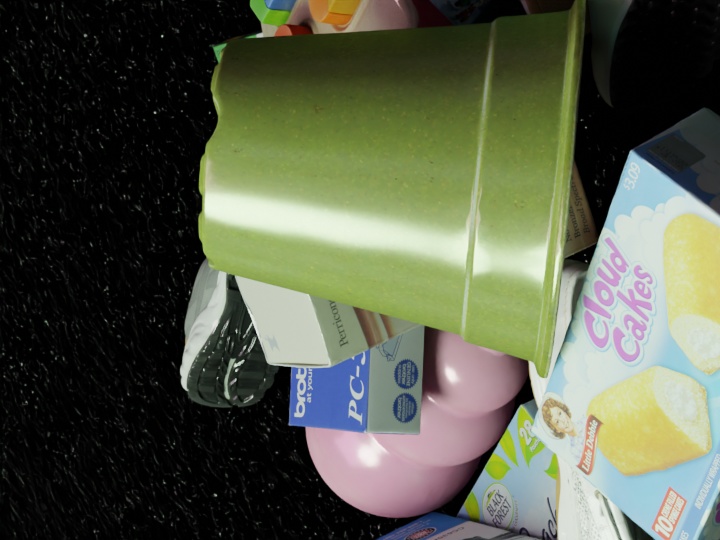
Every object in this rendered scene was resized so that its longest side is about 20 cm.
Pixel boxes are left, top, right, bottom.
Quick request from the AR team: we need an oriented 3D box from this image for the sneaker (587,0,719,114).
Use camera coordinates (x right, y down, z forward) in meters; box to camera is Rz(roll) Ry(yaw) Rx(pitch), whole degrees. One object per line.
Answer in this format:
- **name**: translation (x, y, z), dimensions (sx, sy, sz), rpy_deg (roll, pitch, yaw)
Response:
- **sneaker**: translation (0.148, -0.180, 1.243), dimensions (0.094, 0.070, 0.201), rpy_deg (-117, 20, -45)

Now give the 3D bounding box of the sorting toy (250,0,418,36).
- **sorting toy**: translation (-0.030, -0.177, 1.466), dimensions (0.185, 0.036, 0.201), rpy_deg (121, 142, -48)

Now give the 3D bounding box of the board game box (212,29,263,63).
- **board game box**: translation (-0.040, -0.074, 1.674), dimensions (0.105, 0.023, 0.201), rpy_deg (-3, 109, 61)

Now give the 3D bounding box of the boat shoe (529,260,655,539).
- **boat shoe**: translation (0.150, 0.090, 1.373), dimensions (0.069, 0.071, 0.201), rpy_deg (-14, 84, 51)

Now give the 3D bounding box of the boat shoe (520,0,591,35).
- **boat shoe**: translation (0.093, -0.225, 1.290), dimensions (0.069, 0.071, 0.201), rpy_deg (34, 140, 61)

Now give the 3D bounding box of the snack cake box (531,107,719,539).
- **snack cake box**: translation (0.168, 0.034, 1.194), dimensions (0.115, 0.067, 0.201), rpy_deg (39, 136, 25)

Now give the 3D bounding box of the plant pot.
- **plant pot**: translation (0.016, -0.053, 1.254), dimensions (0.200, 0.189, 0.201), rpy_deg (6, -90, -86)

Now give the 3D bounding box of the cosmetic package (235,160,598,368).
- **cosmetic package**: translation (0.029, -0.026, 1.404), dimensions (0.087, 0.199, 0.104), rpy_deg (0, 113, 62)

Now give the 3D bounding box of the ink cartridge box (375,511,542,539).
- **ink cartridge box**: translation (0.054, 0.227, 1.476), dimensions (0.200, 0.146, 0.086), rpy_deg (3, 113, 59)

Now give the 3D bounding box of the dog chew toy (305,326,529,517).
- **dog chew toy**: translation (0.045, 0.081, 1.557), dimensions (0.125, 0.124, 0.200), rpy_deg (59, 143, 12)

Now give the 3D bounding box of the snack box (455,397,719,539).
- **snack box**: translation (0.144, 0.185, 1.514), dimensions (0.169, 0.067, 0.200), rpy_deg (54, 149, 19)

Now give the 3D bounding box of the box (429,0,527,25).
- **box**: translation (0.033, -0.199, 1.303), dimensions (0.137, 0.038, 0.200), rpy_deg (61, -169, 20)

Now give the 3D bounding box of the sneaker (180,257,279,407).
- **sneaker**: translation (-0.066, -0.004, 1.493), dimensions (0.200, 0.074, 0.080), rpy_deg (-58, 33, 37)

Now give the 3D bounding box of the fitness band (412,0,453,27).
- **fitness band**: translation (0.018, -0.118, 1.527), dimensions (0.143, 0.037, 0.201), rpy_deg (35, 140, 43)

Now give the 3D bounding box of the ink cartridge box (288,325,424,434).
- **ink cartridge box**: translation (0.000, 0.000, 1.492), dimensions (0.094, 0.044, 0.201), rpy_deg (0, 87, 57)
